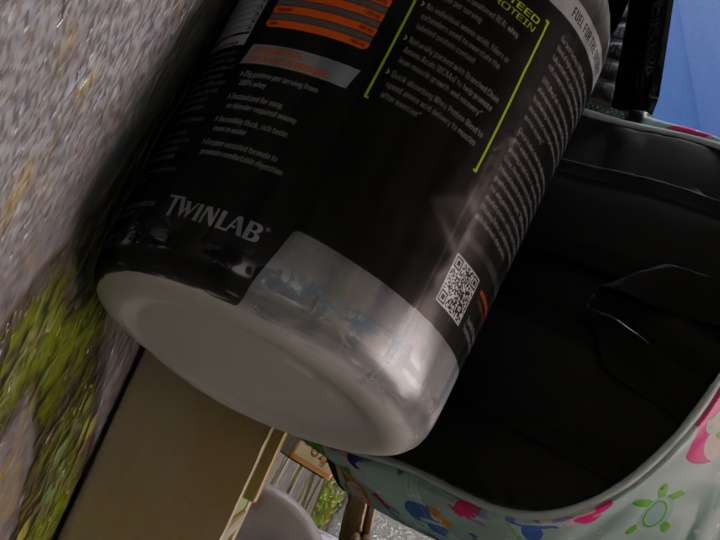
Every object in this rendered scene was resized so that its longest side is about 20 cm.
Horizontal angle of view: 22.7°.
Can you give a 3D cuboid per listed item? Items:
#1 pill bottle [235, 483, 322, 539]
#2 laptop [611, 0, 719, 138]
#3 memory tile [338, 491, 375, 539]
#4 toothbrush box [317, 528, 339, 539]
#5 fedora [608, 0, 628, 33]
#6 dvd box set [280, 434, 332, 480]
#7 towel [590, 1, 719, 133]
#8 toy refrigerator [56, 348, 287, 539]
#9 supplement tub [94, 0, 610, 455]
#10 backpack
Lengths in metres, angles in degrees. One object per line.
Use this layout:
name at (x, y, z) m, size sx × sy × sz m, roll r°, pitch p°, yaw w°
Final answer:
pill bottle at (-0.075, 0.190, 1.072) m, size 0.200 × 0.111 × 0.112 m, roll 102°, pitch 14°, yaw -76°
laptop at (0.167, -0.099, 0.791) m, size 0.200 × 0.103 × 0.178 m, roll 95°, pitch 7°, yaw -68°
memory tile at (-0.003, 0.152, 1.092) m, size 0.154 × 0.017 × 0.201 m, roll 102°, pitch -1°, yaw -48°
toothbrush box at (-0.080, 0.264, 1.216) m, size 0.201 × 0.146 × 0.085 m, roll -64°, pitch 176°, yaw -2°
fedora at (0.085, -0.203, 0.798) m, size 0.201 × 0.091 × 0.202 m, roll 10°, pitch 90°, yaw -89°
dvd box set at (0.000, 0.000, 0.922) m, size 0.201 × 0.029 × 0.146 m, roll -58°, pitch -157°, yaw -4°
towel at (0.142, -0.077, 0.959) m, size 0.200 × 0.085 × 0.166 m, roll 103°, pitch 11°, yaw -58°
toy refrigerator at (-0.070, 0.078, 0.766) m, size 0.201 × 0.070 × 0.076 m, roll -64°, pitch 176°, yaw 2°
supplement tub at (0.007, -0.051, 0.600) m, size 0.201 × 0.122 × 0.123 m, roll -63°, pitch 175°, yaw -19°
backpack at (0.079, 0.031, 0.670) m, size 0.200 × 0.151 × 0.178 m, roll 15°, pitch -114°, yaw 49°
